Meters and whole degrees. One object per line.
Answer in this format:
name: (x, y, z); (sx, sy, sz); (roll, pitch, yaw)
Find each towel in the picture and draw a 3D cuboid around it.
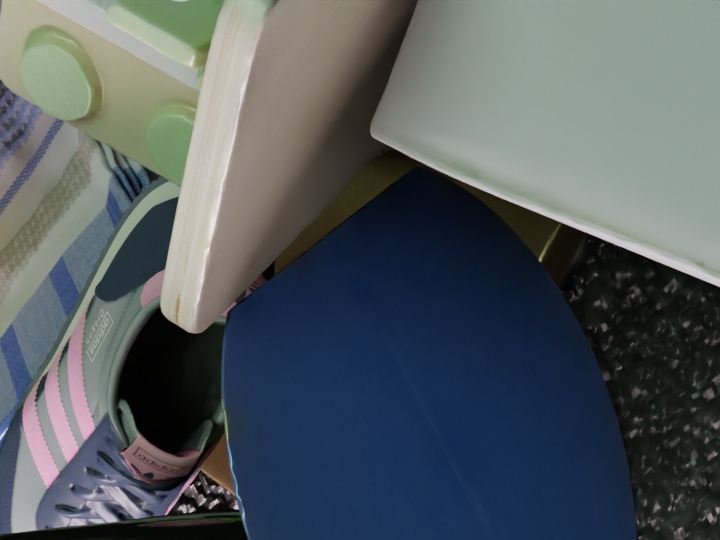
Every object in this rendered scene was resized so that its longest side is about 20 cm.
towel: (-0.149, -0.030, 0.961); (0.147, 0.024, 0.200); (-48, 49, 23)

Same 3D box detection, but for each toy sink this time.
toy sink: (-0.034, -0.100, 0.711); (0.112, 0.200, 0.130); (29, 136, 14)

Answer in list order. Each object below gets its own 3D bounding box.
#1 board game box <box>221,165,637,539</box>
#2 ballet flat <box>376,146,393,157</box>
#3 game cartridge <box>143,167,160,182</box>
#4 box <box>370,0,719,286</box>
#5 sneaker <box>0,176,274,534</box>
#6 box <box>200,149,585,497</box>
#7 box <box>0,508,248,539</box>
board game box: (0.013, 0.062, 0.758); (0.039, 0.200, 0.158); (-21, 102, 37)
ballet flat: (-0.070, -0.091, 0.877); (0.200, 0.075, 0.068); (26, 124, 22)
game cartridge: (-0.109, -0.069, 0.975); (0.133, 0.041, 0.200); (-11, 69, 46)
box: (0.155, -0.067, 0.678); (0.200, 0.199, 0.172); (24, 95, 40)
sneaker: (-0.087, 0.062, 0.870); (0.082, 0.070, 0.200); (-106, 33, -55)
box: (0.000, 0.000, 0.896); (0.163, 0.021, 0.200); (32, 100, 38)
box: (-0.059, 0.156, 0.777); (0.124, 0.200, 0.149); (-6, 86, 39)
